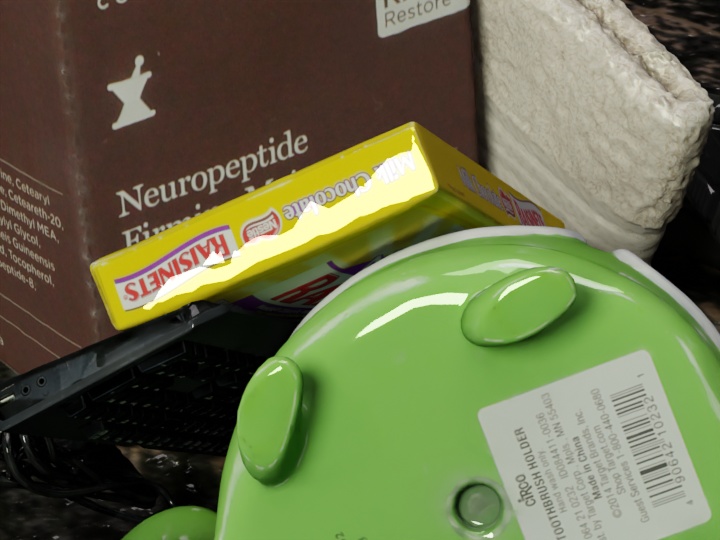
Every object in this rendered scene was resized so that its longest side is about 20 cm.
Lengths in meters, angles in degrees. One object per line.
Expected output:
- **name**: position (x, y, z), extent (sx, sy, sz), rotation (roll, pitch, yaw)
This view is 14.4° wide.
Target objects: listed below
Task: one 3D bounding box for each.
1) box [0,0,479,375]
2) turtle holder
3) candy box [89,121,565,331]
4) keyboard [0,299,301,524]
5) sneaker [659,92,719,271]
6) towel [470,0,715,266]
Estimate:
- **box**: position (-0.070, -0.078, 1.007), extent (0.165, 0.201, 0.164), rotation (-21, 32, -29)
- **turtle holder**: position (0.027, 0.070, 0.817), extent (0.141, 0.186, 0.132), rotation (39, 13, 0)
- **candy box**: position (0.000, 0.000, 0.874), extent (0.102, 0.027, 0.200), rotation (-26, -13, 12)
- **keyboard**: position (-0.049, 0.051, 0.865), extent (0.104, 0.040, 0.200), rotation (-23, -13, 15)
- **sneaker**: position (0.136, -0.035, 1.097), extent (0.199, 0.076, 0.091), rotation (29, -7, 15)
- **towel**: position (0.043, -0.075, 1.029), extent (0.034, 0.133, 0.200), rotation (-25, 59, -31)
